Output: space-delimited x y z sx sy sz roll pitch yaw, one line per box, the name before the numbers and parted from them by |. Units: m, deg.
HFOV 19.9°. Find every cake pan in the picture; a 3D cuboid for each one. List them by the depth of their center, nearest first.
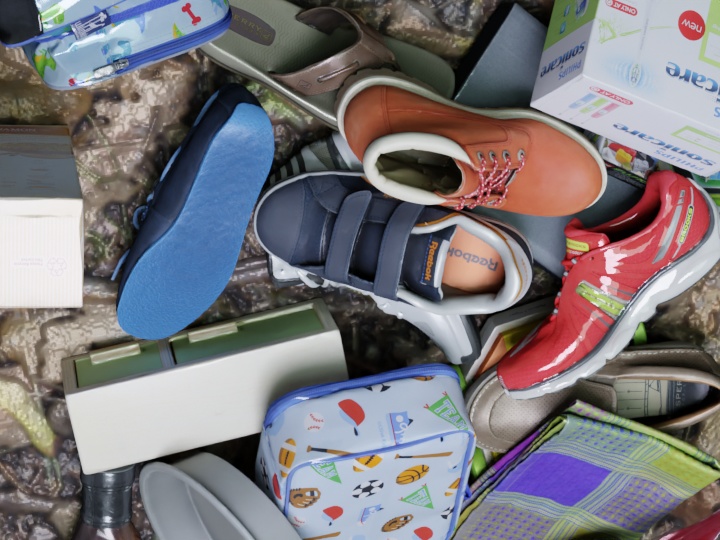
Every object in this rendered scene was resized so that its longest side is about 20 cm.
cake pan | -0.083 0.211 1.471 0.037 0.200 0.201 -36 112 -24

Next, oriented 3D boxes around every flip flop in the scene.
flip flop | -0.027 -0.154 1.413 0.199 0.058 0.082 25 66 -10

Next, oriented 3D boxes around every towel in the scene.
towel | 0.161 0.172 1.530 0.143 0.023 0.200 22 138 -20

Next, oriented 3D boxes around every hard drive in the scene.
hard drive | 0.144 -0.079 1.486 0.199 0.033 0.140 35 86 -19

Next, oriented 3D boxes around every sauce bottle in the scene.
sauce bottle | -0.190 0.234 1.517 0.065 0.066 0.202 1 105 -11

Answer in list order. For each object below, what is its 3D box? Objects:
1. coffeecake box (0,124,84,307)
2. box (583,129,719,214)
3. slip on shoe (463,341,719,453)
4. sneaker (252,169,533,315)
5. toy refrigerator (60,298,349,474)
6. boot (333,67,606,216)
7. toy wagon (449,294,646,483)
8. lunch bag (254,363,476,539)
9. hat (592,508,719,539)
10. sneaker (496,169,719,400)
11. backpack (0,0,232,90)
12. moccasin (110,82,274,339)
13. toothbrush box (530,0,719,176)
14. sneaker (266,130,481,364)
coffeecake box | -0.262 -0.039 1.342 0.152 0.200 0.074 0 107 -10
box | 0.260 -0.095 1.488 0.199 0.035 0.111 22 81 -22
slip on shoe | 0.173 0.097 1.503 0.198 0.061 0.077 -5 109 -10
sneaker | 0.022 -0.020 1.402 0.198 0.079 0.079 10 103 0
toy refrigerator | -0.112 0.079 1.476 0.198 0.076 0.071 -14 110 -6
boot | 0.082 -0.067 1.381 0.198 0.107 0.076 14 114 -16
toy wagon | 0.154 0.119 1.559 0.154 0.040 0.201 -17 110 -5
lunch bag | 0.006 0.148 1.477 0.159 0.076 0.201 -13 149 -14
hat | 0.173 0.209 1.523 0.198 0.166 0.178 4 104 -9
sneaker | 0.163 0.006 1.448 0.200 0.077 0.085 -43 111 4
backpack | -0.154 -0.215 1.322 0.199 0.183 0.148 -23 117 -9
moccasin | -0.112 -0.040 1.439 0.080 0.068 0.201 20 119 -28
toothbrush box | 0.216 -0.187 1.407 0.145 0.086 0.202 20 74 -16
sneaker | 0.000 0.000 1.484 0.115 0.076 0.201 -31 103 9
